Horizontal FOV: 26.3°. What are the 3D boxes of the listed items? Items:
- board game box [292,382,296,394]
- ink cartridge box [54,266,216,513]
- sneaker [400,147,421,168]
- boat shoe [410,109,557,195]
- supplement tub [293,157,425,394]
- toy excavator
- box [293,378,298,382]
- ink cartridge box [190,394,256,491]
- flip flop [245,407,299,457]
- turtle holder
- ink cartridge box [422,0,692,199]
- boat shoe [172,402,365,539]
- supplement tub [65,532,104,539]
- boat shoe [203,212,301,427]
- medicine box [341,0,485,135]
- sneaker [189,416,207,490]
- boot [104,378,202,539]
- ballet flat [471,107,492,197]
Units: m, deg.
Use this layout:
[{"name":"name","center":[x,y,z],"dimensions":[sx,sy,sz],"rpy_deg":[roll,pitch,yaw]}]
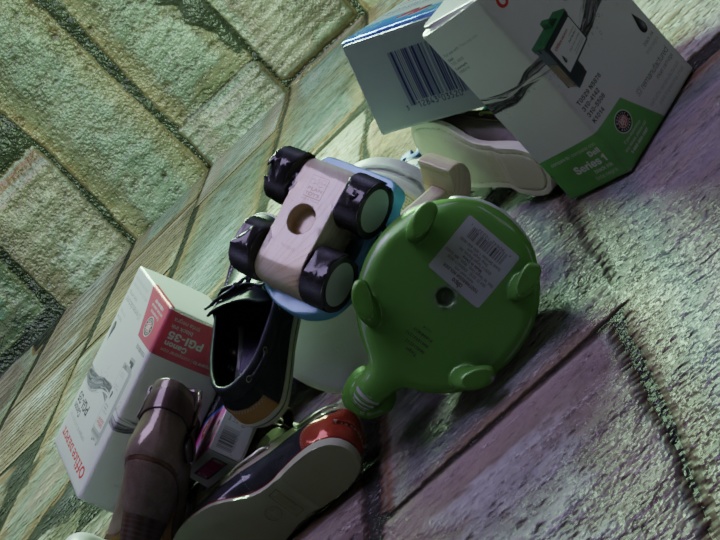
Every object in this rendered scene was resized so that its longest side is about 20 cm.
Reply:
[{"name":"board game box","center":[-0.103,0.103,1.645],"dimensions":[0.157,0.039,0.201],"rpy_deg":[-32,22,31]},{"name":"ink cartridge box","center":[-0.204,0.118,1.464],"dimensions":[0.201,0.082,0.146],"rpy_deg":[-63,25,5]},{"name":"sneaker","center":[0.016,-0.054,1.653],"dimensions":[0.199,0.081,0.115],"rpy_deg":[-40,6,18]},{"name":"boat shoe","center":[0.127,-0.120,1.460],"dimensions":[0.059,0.072,0.199],"rpy_deg":[-42,32,-22]},{"name":"supplement tub","center":[0.000,0.000,1.418],"dimensions":[0.145,0.145,0.201],"rpy_deg":[-35,17,38]},{"name":"toy excavator","center":[0.005,-0.037,1.278],"dimensions":[0.099,0.200,0.196],"rpy_deg":[21,79,30]},{"name":"box","center":[-0.077,0.057,1.565],"dimensions":[0.198,0.039,0.137],"rpy_deg":[-7,36,34]},{"name":"ink cartridge box","center":[-0.118,0.138,1.379],"dimensions":[0.200,0.037,0.095],"rpy_deg":[129,165,-70]},{"name":"flip flop","center":[-0.082,0.152,1.410],"dimensions":[0.081,0.058,0.200],"rpy_deg":[-49,13,-14]},{"name":"turtle holder","center":[0.065,0.035,1.195],"dimensions":[0.132,0.139,0.188],"rpy_deg":[-39,-41,-83]},{"name":"ink cartridge box","center":[0.171,-0.189,1.328],"dimensions":[0.084,0.200,0.147],"rpy_deg":[-25,24,54]},{"name":"boat shoe","center":[-0.075,0.179,1.268],"dimensions":[0.199,0.071,0.063],"rpy_deg":[-38,26,24]},{"name":"supplement tub","center":[-0.256,0.328,1.267],"dimensions":[0.200,0.132,0.132],"rpy_deg":[-45,13,0]},{"name":"boat shoe","center":[-0.090,0.031,1.279],"dimensions":[0.074,0.062,0.202],"rpy_deg":[-20,51,29]},{"name":"medicine box","center":[0.116,-0.232,1.489],"dimensions":[0.181,0.104,0.200],"rpy_deg":[-11,22,44]},{"name":"sneaker","center":[-0.182,0.179,1.536],"dimensions":[0.201,0.080,0.087],"rpy_deg":[-59,7,38]},{"name":"boot","center":[-0.170,0.171,1.330],"dimensions":[0.200,0.069,0.148],"rpy_deg":[123,161,-77]},{"name":"ballet flat","center":[0.122,-0.117,1.554],"dimensions":[0.200,0.070,0.067],"rpy_deg":[-46,9,14]}]
